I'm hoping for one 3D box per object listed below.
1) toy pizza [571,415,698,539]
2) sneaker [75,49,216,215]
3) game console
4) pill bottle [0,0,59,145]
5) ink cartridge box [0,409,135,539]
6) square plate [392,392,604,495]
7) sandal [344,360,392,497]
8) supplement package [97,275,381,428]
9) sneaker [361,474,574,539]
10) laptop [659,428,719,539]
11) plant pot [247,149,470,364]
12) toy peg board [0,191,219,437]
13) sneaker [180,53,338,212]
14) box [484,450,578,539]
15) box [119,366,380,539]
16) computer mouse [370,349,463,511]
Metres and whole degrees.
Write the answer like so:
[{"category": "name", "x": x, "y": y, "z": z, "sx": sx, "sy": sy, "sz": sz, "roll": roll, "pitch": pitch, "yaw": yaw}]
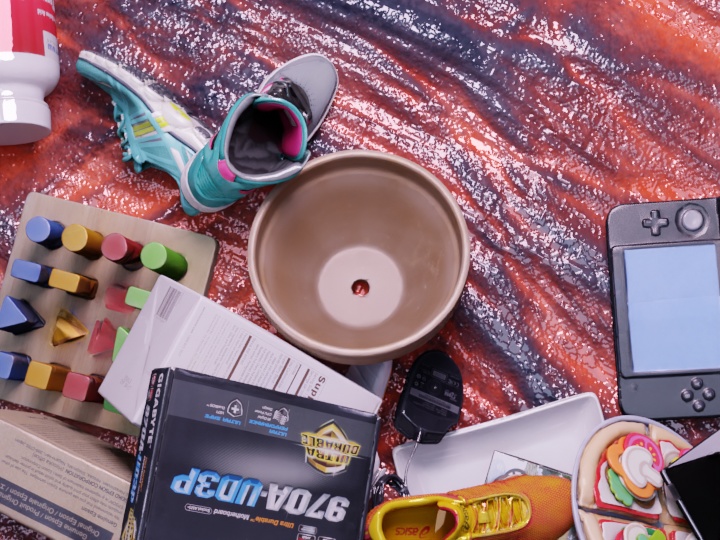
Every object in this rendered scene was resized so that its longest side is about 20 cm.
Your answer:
[{"category": "toy pizza", "x": 0.264, "y": 0.216, "z": 1.169, "sx": 0.198, "sy": 0.032, "sz": 0.203, "roll": 19, "pitch": 54, "yaw": -27}, {"category": "sneaker", "x": -0.205, "y": -0.136, "z": 1.307, "sx": 0.200, "sy": 0.077, "sz": 0.080, "roll": 44, "pitch": 98, "yaw": 9}, {"category": "game console", "x": 0.310, "y": 0.028, "z": 1.206, "sx": 0.170, "sy": 0.119, "sz": 0.203, "roll": -3, "pitch": 82, "yaw": 5}, {"category": "pill bottle", "x": -0.348, "y": -0.229, "z": 1.311, "sx": 0.111, "sy": 0.112, "sz": 0.203, "roll": -7, "pitch": 83, "yaw": 5}, {"category": "ink cartridge box", "x": -0.250, "y": 0.190, "z": 1.206, "sx": 0.163, "sy": 0.200, "sz": 0.076, "roll": 23, "pitch": 85, "yaw": 9}, {"category": "square plate", "x": 0.147, "y": 0.234, "z": 1.245, "sx": 0.195, "sy": 0.028, "sz": 0.203, "roll": -16, "pitch": 82, "yaw": 4}, {"category": "sandal", "x": -0.002, "y": 0.171, "z": 1.247, "sx": 0.059, "sy": 0.079, "sz": 0.209, "roll": 33, "pitch": 71, "yaw": -26}, {"category": "supplement package", "x": -0.106, "y": 0.109, "z": 1.196, "sx": 0.199, "sy": 0.121, "sz": 0.121, "roll": 32, "pitch": 84, "yaw": -27}, {"category": "sneaker", "x": 0.099, "y": 0.215, "z": 1.152, "sx": 0.197, "sy": 0.077, "sz": 0.074, "roll": -10, "pitch": 80, "yaw": -13}, {"category": "laptop", "x": 0.347, "y": 0.220, "z": 1.127, "sx": 0.116, "sy": 0.199, "sz": 0.189, "roll": -37, "pitch": 78, "yaw": 42}, {"category": "plant pot", "x": 0.000, "y": 0.000, "z": 1.243, "sx": 0.198, "sy": 0.093, "sz": 0.204, "roll": -1, "pitch": 65, "yaw": 2}, {"category": "toy peg board", "x": -0.257, "y": 0.039, "z": 1.277, "sx": 0.196, "sy": 0.098, "sz": 0.203, "roll": 14, "pitch": 84, "yaw": 7}, {"category": "sneaker", "x": -0.073, "y": -0.138, "z": 1.239, "sx": 0.084, "sy": 0.120, "sz": 0.200, "roll": 47, "pitch": 65, "yaw": -14}, {"category": "box", "x": 0.153, "y": 0.276, "z": 1.205, "sx": 0.135, "sy": 0.038, "sz": 0.203, "roll": 16, "pitch": 85, "yaw": 8}, {"category": "box", "x": -0.087, "y": 0.176, "z": 1.101, "sx": 0.198, "sy": 0.046, "sz": 0.161, "roll": 17, "pitch": 76, "yaw": -28}, {"category": "computer mouse", "x": 0.047, "y": 0.162, "z": 1.231, "sx": 0.058, "sy": 0.034, "sz": 0.202, "roll": 25, "pitch": 60, "yaw": -8}]
